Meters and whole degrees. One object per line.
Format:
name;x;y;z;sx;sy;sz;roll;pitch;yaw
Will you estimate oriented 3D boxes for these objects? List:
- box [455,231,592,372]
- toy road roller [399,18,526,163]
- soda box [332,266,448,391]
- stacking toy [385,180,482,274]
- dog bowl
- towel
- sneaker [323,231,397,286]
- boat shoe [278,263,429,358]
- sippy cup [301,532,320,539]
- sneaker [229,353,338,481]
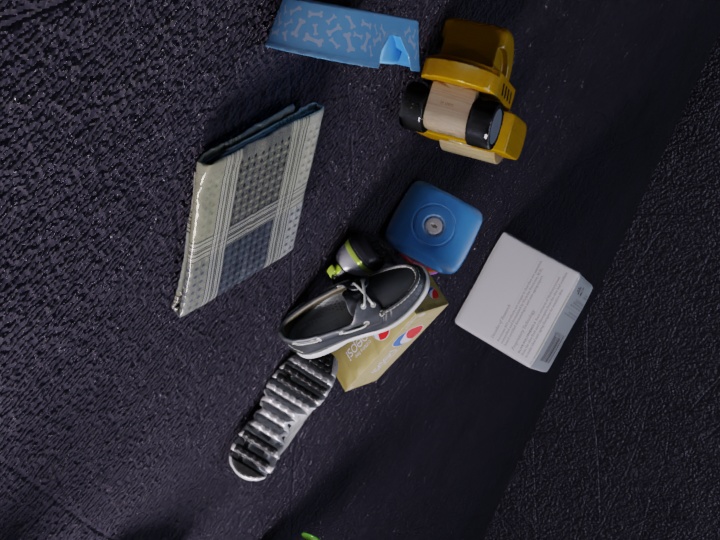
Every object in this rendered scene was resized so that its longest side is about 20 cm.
box;0.313;0.064;2.156;0.201;0.170;0.199;-62;160;2
toy road roller;0.141;-0.225;1.423;0.200;0.122;0.148;14;93;-71
soda box;0.032;0.082;1.552;0.067;0.064;0.200;-15;154;-42
stacking toy;0.097;-0.036;1.643;0.110;0.115;0.200;-61;174;-13
dog bowl;-0.011;-0.227;1.093;0.200;0.110;0.050;-16;120;-62
towel;-0.118;-0.068;1.166;0.192;0.034;0.201;-34;149;-46
sneaker;0.000;0.000;1.507;0.083;0.072;0.200;-38;160;8
boat shoe;-0.009;0.047;1.409;0.199;0.076;0.060;-33;150;11
sippy cup;-0.125;0.491;1.737;0.177;0.130;0.141;-32;145;-53
sneaker;-0.102;0.187;1.494;0.201;0.075;0.081;-52;172;-16
